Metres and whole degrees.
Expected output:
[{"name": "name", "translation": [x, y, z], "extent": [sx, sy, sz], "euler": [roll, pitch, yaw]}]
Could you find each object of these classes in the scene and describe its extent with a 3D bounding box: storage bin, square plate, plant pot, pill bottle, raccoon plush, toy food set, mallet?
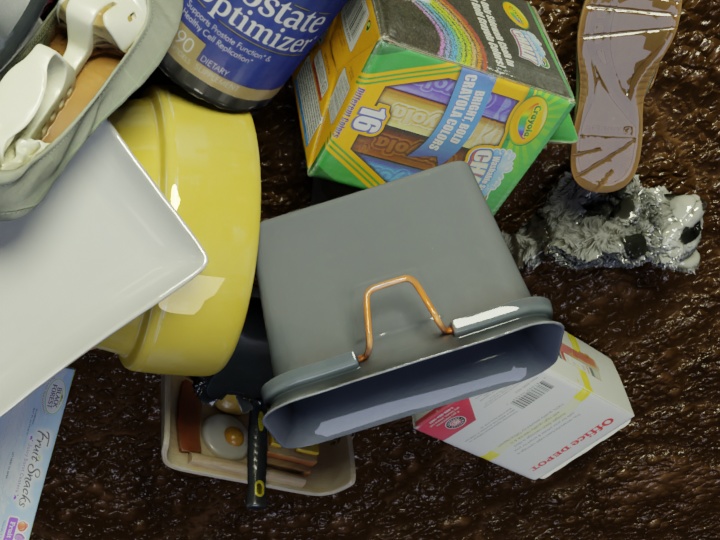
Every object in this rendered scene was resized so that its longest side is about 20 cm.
[{"name": "storage bin", "translation": [0.017, 0.016, 0.716], "extent": [0.198, 0.136, 0.146], "euler": [-18, 158, 0]}, {"name": "square plate", "translation": [-0.224, -0.026, 0.635], "extent": [0.199, 0.199, 0.028], "euler": [-36, 180, -9]}, {"name": "plant pot", "translation": [-0.185, -0.032, 0.743], "extent": [0.187, 0.202, 0.202], "euler": [4, 136, -21]}, {"name": "pill bottle", "translation": [-0.050, -0.207, 0.680], "extent": [0.111, 0.113, 0.200], "euler": [20, 129, -31]}, {"name": "raccoon plush", "translation": [0.214, -0.036, 0.982], "extent": [0.198, 0.098, 0.133], "euler": [-6, 163, 39]}, {"name": "toy food set", "translation": [-0.096, 0.121, 1.003], "extent": [0.198, 0.145, 0.060], "euler": [18, 134, -29]}, {"name": "mallet", "translation": [-0.083, 0.111, 0.966], "extent": [0.065, 0.203, 0.041], "euler": [5, 158, -32]}]

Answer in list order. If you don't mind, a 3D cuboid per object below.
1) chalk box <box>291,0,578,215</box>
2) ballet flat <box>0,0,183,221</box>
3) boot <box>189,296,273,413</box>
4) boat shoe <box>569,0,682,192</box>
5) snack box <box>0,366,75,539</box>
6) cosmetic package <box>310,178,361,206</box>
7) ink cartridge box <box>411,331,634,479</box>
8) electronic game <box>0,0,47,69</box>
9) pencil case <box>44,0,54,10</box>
[{"name": "chalk box", "translation": [0.066, -0.129, 0.785], "extent": [0.198, 0.126, 0.124], "euler": [14, 132, -25]}, {"name": "ballet flat", "translation": [-0.159, -0.117, 0.601], "extent": [0.067, 0.201, 0.064], "euler": [26, 156, 6]}, {"name": "boot", "translation": [-0.038, 0.041, 0.829], "extent": [0.161, 0.074, 0.199], "euler": [8, 139, -22]}, {"name": "boat shoe", "translation": [0.197, -0.164, 0.824], "extent": [0.071, 0.072, 0.202], "euler": [5, 116, 5]}, {"name": "snack box", "translation": [-0.320, 0.151, 0.902], "extent": [0.067, 0.171, 0.199], "euler": [19, 169, -30]}, {"name": "cosmetic package", "translation": [0.000, 0.000, 0.925], "extent": [0.089, 0.108, 0.201], "euler": [-2, 139, -12]}, {"name": "ink cartridge box", "translation": [0.164, 0.127, 1.119], "extent": [0.199, 0.084, 0.145], "euler": [29, 125, -36]}, {"name": "electronic game", "translation": [-0.240, -0.177, 0.605], "extent": [0.199, 0.202, 0.042], "euler": [-29, 154, 18]}, {"name": "pencil case", "translation": [-0.227, -0.182, 0.679], "extent": [0.199, 0.094, 0.090], "euler": [-36, 134, 23]}]
